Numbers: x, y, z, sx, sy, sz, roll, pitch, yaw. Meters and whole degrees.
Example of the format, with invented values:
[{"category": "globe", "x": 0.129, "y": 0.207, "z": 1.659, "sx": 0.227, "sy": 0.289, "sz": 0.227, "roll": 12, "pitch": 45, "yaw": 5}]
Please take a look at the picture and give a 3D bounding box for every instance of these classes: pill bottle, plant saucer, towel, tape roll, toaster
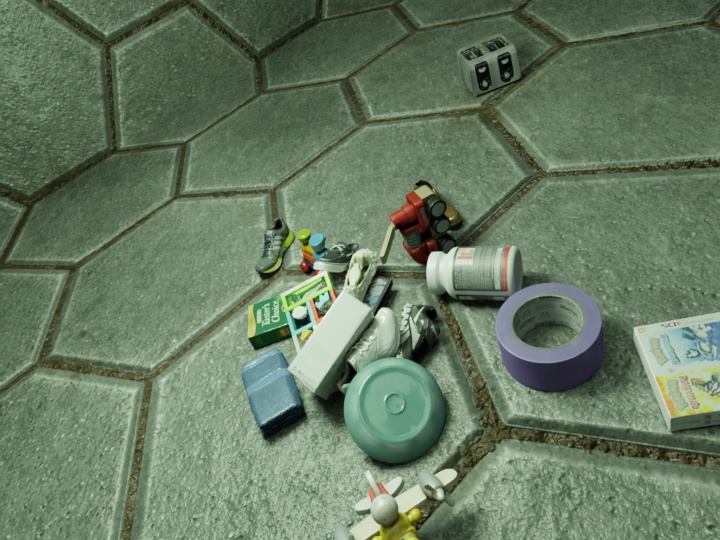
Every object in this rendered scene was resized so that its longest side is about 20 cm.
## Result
[{"category": "pill bottle", "x": 0.253, "y": 0.006, "z": 1.296, "sx": 0.195, "sy": 0.117, "sz": 0.117, "roll": 1, "pitch": 44, "yaw": 27}, {"category": "plant saucer", "x": 0.064, "y": 0.256, "z": 1.104, "sx": 0.194, "sy": 0.036, "sz": 0.204, "roll": -1, "pitch": 61, "yaw": 2}, {"category": "towel", "x": -0.196, "y": 0.263, "z": 1.285, "sx": 0.110, "sy": 0.049, "sz": 0.201, "roll": -28, "pitch": 38, "yaw": -5}, {"category": "tape roll", "x": 0.365, "y": 0.125, "z": 1.128, "sx": 0.195, "sy": 0.086, "sz": 0.202, "roll": -14, "pitch": 39, "yaw": 11}, {"category": "toaster", "x": 0.441, "y": -0.718, "z": 2.028, "sx": 0.177, "sy": 0.120, "sz": 0.202, "roll": -19, "pitch": 38, "yaw": 4}]

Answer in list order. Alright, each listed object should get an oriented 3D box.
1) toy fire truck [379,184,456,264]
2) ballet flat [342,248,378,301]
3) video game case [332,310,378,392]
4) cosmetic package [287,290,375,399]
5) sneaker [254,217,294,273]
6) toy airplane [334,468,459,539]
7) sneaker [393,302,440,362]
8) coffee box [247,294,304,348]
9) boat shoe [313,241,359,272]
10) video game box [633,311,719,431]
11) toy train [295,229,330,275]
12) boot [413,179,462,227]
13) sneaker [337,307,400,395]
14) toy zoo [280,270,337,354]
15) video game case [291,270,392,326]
[{"category": "toy fire truck", "x": 0.123, "y": -0.080, "z": 1.412, "sx": 0.197, "sy": 0.178, "sz": 0.129, "roll": -28, "pitch": 39, "yaw": -5}, {"category": "ballet flat", "x": 0.000, "y": 0.000, "z": 1.394, "sx": 0.070, "sy": 0.073, "sz": 0.202, "roll": -7, "pitch": 39, "yaw": 19}, {"category": "video game case", "x": -0.025, "y": 0.173, "z": 1.321, "sx": 0.178, "sy": 0.024, "sz": 0.202, "roll": -22, "pitch": 38, "yaw": 2}, {"category": "cosmetic package", "x": -0.054, "y": 0.156, "z": 1.215, "sx": 0.080, "sy": 0.113, "sz": 0.202, "roll": 33, "pitch": 80, "yaw": 20}, {"category": "sneaker", "x": -0.258, "y": -0.071, "z": 1.672, "sx": 0.072, "sy": 0.082, "sz": 0.202, "roll": -4, "pitch": 42, "yaw": 23}, {"category": "toy airplane", "x": 0.049, "y": 0.395, "z": 0.933, "sx": 0.195, "sy": 0.143, "sz": 0.202, "roll": 0, "pitch": 44, "yaw": 27}, {"category": "sneaker", "x": 0.124, "y": 0.143, "z": 1.244, "sx": 0.088, "sy": 0.067, "sz": 0.202, "roll": -8, "pitch": 39, "yaw": 22}, {"category": "coffee box", "x": -0.186, "y": 0.110, "z": 1.457, "sx": 0.195, "sy": 0.045, "sz": 0.124, "roll": -19, "pitch": 39, "yaw": 6}, {"category": "boat shoe", "x": -0.053, "y": -0.038, "z": 1.458, "sx": 0.070, "sy": 0.070, "sz": 0.199, "roll": 10, "pitch": 11, "yaw": 28}, {"category": "video game box", "x": 0.589, "y": 0.166, "z": 0.999, "sx": 0.178, "sy": 0.047, "sz": 0.203, "roll": -15, "pitch": 39, "yaw": 15}, {"category": "toy train", "x": -0.142, "y": -0.062, "z": 1.574, "sx": 0.084, "sy": 0.117, "sz": 0.198, "roll": -40, "pitch": 41, "yaw": -22}, {"category": "boot", "x": 0.200, "y": -0.180, "z": 1.571, "sx": 0.073, "sy": 0.076, "sz": 0.200, "roll": -30, "pitch": 40, "yaw": -12}, {"category": "sneaker", "x": 0.019, "y": 0.171, "z": 1.189, "sx": 0.074, "sy": 0.086, "sz": 0.204, "roll": 14, "pitch": 81, "yaw": 49}, {"category": "toy zoo", "x": -0.099, "y": 0.118, "z": 1.323, "sx": 0.129, "sy": 0.020, "sz": 0.204, "roll": -27, "pitch": 66, "yaw": 12}, {"category": "video game case", "x": -0.043, "y": 0.071, "z": 1.391, "sx": 0.195, "sy": 0.026, "sz": 0.182, "roll": 8, "pitch": 44, "yaw": 24}]
